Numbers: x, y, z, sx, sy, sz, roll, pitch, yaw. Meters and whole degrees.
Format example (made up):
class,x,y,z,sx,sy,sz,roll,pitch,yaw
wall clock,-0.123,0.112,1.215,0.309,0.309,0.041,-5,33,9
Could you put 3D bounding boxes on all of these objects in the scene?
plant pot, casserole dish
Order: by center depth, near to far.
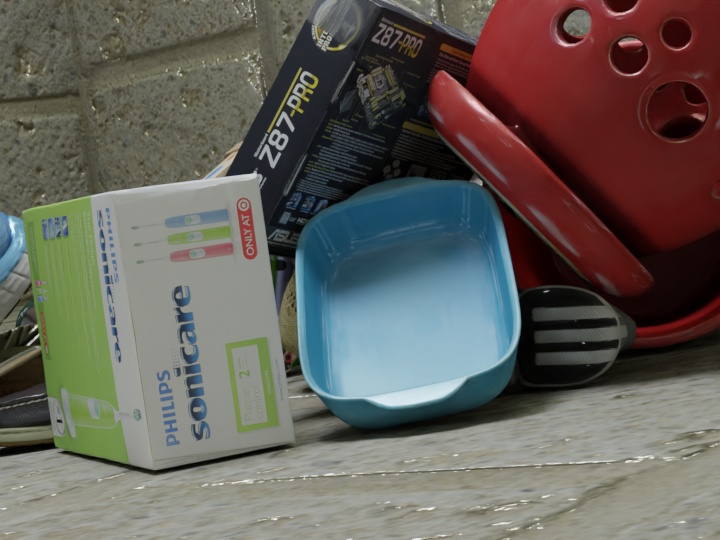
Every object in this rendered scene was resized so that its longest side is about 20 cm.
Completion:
class,x,y,z,sx,sy,sz,roll,pitch,yaw
casserole dish,0.027,0.020,1.131,0.121,0.039,0.200,-12,37,5
plant pot,0.151,-0.099,1.182,0.182,0.200,0.200,-45,1,2
plant pot,0.184,-0.040,1.361,0.200,0.201,0.177,-8,-6,6

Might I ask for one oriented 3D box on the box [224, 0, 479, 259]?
class,x,y,z,sx,sy,sz,roll,pitch,yaw
box,0.009,-0.079,1.244,0.049,0.161,0.200,36,13,28

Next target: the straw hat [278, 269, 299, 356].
class,x,y,z,sx,sy,sz,roll,pitch,yaw
straw hat,-0.012,0.026,1.367,0.201,0.085,0.201,30,14,-8

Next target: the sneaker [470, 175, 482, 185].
class,x,y,z,sx,sy,sz,roll,pitch,yaw
sneaker,0.088,-0.066,1.432,0.075,0.087,0.200,27,41,6

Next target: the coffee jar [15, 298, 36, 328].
class,x,y,z,sx,sy,sz,roll,pitch,yaw
coffee jar,-0.213,0.049,1.692,0.104,0.086,0.200,-12,3,5

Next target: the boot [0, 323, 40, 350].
class,x,y,z,sx,sy,sz,roll,pitch,yaw
boot,-0.297,0.080,1.528,0.175,0.066,0.200,-9,1,-22

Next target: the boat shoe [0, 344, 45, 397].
class,x,y,z,sx,sy,sz,roll,pitch,yaw
boat shoe,-0.177,0.070,1.364,0.200,0.073,0.063,-19,8,6

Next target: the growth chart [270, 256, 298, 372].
class,x,y,z,sx,sy,sz,roll,pitch,yaw
growth chart,0.000,0.000,1.470,0.200,0.145,0.018,-7,8,-26

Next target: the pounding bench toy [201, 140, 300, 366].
class,x,y,z,sx,sy,sz,roll,pitch,yaw
pounding bench toy,-0.071,0.024,1.526,0.156,0.200,0.124,-42,10,-16

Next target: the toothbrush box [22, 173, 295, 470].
class,x,y,z,sx,sy,sz,roll,pitch,yaw
toothbrush box,-0.118,0.028,1.144,0.086,0.146,0.200,-9,1,-21

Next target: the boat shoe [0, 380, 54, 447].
class,x,y,z,sx,sy,sz,roll,pitch,yaw
boat shoe,-0.156,0.067,1.283,0.200,0.065,0.073,-10,4,-14

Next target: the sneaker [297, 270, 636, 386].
class,x,y,z,sx,sy,sz,roll,pitch,yaw
sneaker,0.070,0.040,1.224,0.200,0.075,0.115,4,2,24

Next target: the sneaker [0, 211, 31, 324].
class,x,y,z,sx,sy,sz,roll,pitch,yaw
sneaker,-0.298,0.036,1.368,0.200,0.090,0.078,-53,12,-3
